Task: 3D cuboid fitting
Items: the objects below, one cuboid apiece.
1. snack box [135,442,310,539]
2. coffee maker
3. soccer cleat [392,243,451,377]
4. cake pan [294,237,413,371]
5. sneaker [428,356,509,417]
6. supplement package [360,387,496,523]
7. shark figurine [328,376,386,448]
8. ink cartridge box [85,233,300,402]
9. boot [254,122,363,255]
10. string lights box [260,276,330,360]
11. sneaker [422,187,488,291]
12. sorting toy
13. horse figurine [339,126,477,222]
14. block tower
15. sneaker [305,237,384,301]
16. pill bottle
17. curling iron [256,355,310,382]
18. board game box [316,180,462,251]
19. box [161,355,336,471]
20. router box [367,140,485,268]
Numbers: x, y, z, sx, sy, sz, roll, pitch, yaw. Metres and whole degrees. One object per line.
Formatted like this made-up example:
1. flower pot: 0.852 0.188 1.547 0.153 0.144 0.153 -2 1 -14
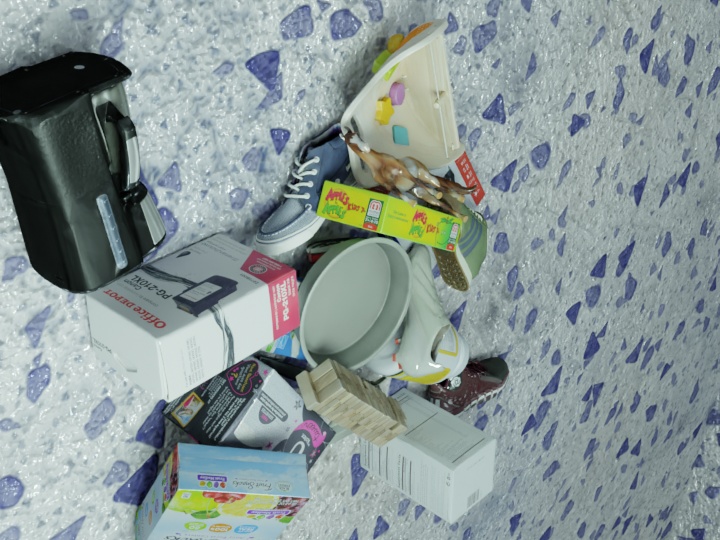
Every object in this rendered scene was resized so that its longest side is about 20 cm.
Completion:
1. snack box: -0.176 0.296 1.210 0.168 0.068 0.200 9 140 -23
2. coffee maker: -0.299 -0.087 0.941 0.191 0.135 0.201 -18 125 -17
3. soccer cleat: 0.095 0.057 1.395 0.069 0.077 0.201 48 44 -60
4. cake pan: -0.012 0.043 1.303 0.200 0.037 0.201 -24 129 -33
5. sneaker: 0.195 0.180 1.722 0.200 0.075 0.116 -32 129 -36
6. supplement package: 0.107 0.296 1.572 0.113 0.199 0.110 -26 128 -39
7. shark figurine: -0.010 0.239 1.447 0.214 0.128 0.090 -39 95 -37
8. ink cartridge box: -0.191 0.048 1.112 0.200 0.144 0.085 -29 129 -39
9. boot: -0.073 -0.108 1.242 0.200 0.072 0.091 -45 133 -37
10. string lights box: -0.074 0.068 1.339 0.200 0.059 0.103 20 94 -53
11. sneaker: 0.150 -0.067 1.456 0.090 0.067 0.201 -51 142 -30
12. sorting toy: 0.041 -0.204 1.270 0.180 0.106 0.201 -46 140 -33
13. horse figurine: 0.067 -0.116 1.229 0.199 0.132 0.050 6 118 -54
14. block tower: -0.006 0.185 1.331 0.058 0.054 0.200 -37 141 14
15. sneaker: 0.000 0.000 1.359 0.199 0.077 0.086 11 80 -52
16. pill bottle: 0.089 0.120 1.525 0.200 0.112 0.113 20 94 -53
17. curling iron: -0.089 0.161 1.400 0.050 0.025 0.200 -62 143 -9
18. board game box: 0.042 -0.069 1.269 0.200 0.101 0.048 11 95 -57
19. box: -0.142 0.204 1.287 0.132 0.114 0.200 -53 142 -15
20. router box: 0.095 -0.111 1.452 0.180 0.049 0.200 -54 142 -14
